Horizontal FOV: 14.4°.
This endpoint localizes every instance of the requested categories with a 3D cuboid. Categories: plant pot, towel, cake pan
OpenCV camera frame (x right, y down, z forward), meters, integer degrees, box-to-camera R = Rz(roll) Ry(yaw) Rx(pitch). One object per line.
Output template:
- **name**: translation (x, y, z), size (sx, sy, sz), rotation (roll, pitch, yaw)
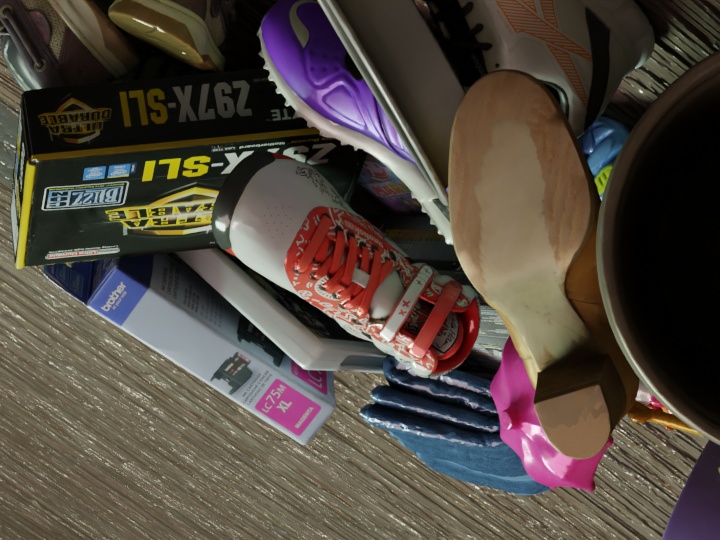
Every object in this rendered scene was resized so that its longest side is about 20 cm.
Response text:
- **plant pot**: translation (0.205, -0.009, 1.356), size (0.199, 0.201, 0.174), rotation (29, 179, 0)
- **towel**: translation (0.072, 0.106, 1.845), size (0.111, 0.049, 0.200), rotation (16, 169, 15)
- **cake pan**: translation (0.005, -0.126, 1.395), size (0.201, 0.037, 0.200), rotation (59, -179, -2)

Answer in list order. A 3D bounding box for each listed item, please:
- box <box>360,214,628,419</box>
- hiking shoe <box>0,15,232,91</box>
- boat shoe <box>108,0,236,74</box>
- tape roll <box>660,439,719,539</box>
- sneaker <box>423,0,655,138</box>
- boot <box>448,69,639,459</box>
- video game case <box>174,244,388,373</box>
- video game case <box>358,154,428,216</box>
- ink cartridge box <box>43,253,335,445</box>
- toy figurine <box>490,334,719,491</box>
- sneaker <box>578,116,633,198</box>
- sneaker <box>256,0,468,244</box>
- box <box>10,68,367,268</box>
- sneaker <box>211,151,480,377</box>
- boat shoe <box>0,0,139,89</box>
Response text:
- **box**: translation (0.088, 0.028, 1.754), size (0.158, 0.049, 0.200), rotation (37, 163, -27)
- **hiking shoe**: translation (-0.122, -0.115, 1.737), size (0.199, 0.076, 0.100), rotation (27, 158, -24)
- **boat shoe**: translation (-0.097, -0.152, 1.591), size (0.073, 0.065, 0.200), rotation (27, -179, -4)
- **tape roll**: translation (0.246, 0.179, 1.735), size (0.085, 0.201, 0.200), rotation (21, 161, 21)
- **sneaker**: translation (0.060, -0.138, 1.366), size (0.200, 0.080, 0.074), rotation (40, 161, -25)
- **boot**: translation (0.093, -0.017, 1.397), size (0.070, 0.144, 0.203), rotation (-11, 107, 12)
- **video game case**: translation (-0.066, -0.004, 1.809), size (0.200, 0.023, 0.182), rotation (42, -169, 19)
- **video game case**: translation (0.076, -0.032, 1.723), size (0.200, 0.018, 0.143), rotation (38, 161, -24)
- **ink cartridge box**: translation (-0.105, 0.020, 1.774), size (0.199, 0.042, 0.120), rotation (31, -161, -15)
- **toy figurine**: translation (0.163, 0.067, 1.549), size (0.183, 0.200, 0.151), rotation (12, 117, 0)
- **sneaker**: translation (0.152, -0.025, 1.570), size (0.082, 0.071, 0.200), rotation (2, 154, 7)
- **sneaker**: translation (0.037, -0.098, 1.539), size (0.200, 0.070, 0.100), rotation (40, 138, 8)
- **box**: translation (-0.101, -0.060, 1.648), size (0.198, 0.050, 0.160), rotation (-6, 157, -12)
- **sneaker**: translation (0.001, -0.001, 1.606), size (0.108, 0.068, 0.201), rotation (28, 174, 30)
- **boat shoe**: translation (-0.209, -0.166, 1.646), size (0.200, 0.065, 0.072), rotation (44, 175, 25)
